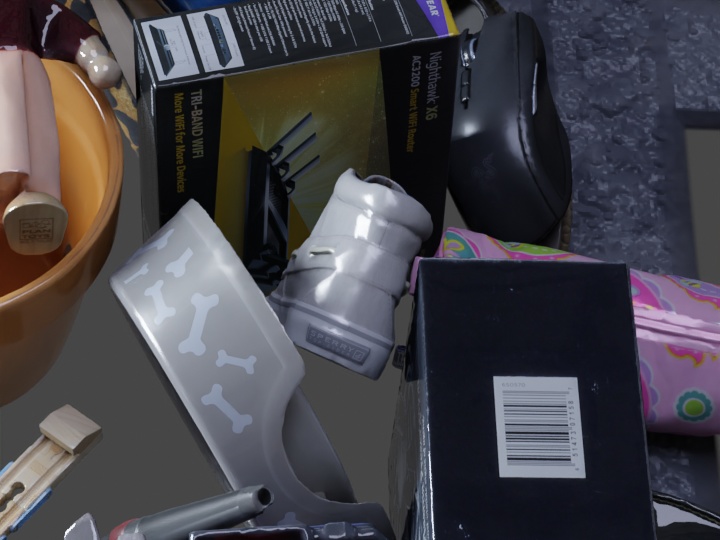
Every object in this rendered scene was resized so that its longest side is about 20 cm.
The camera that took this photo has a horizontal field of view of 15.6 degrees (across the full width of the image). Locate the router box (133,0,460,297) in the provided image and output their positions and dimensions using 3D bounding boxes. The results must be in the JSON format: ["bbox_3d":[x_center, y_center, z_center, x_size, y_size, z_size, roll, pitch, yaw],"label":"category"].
[{"bbox_3d":[-0.035,-0.058,1.367,0.157,0.200,0.052,-12,52,-11],"label":"router box"}]

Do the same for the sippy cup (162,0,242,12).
[{"bbox_3d":[-0.072,-0.193,1.514,0.130,0.178,0.140,-40,94,-15],"label":"sippy cup"}]

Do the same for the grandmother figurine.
[{"bbox_3d":[-0.181,-0.102,1.308,0.121,0.061,0.200,0,56,-15],"label":"grandmother figurine"}]

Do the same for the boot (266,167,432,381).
[{"bbox_3d":[0.000,0.000,1.325,0.073,0.200,0.096,25,88,-8],"label":"boot"}]

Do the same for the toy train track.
[{"bbox_3d":[-0.201,0.135,1.274,0.115,0.033,0.200,33,61,21],"label":"toy train track"}]

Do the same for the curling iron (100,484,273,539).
[{"bbox_3d":[-0.107,0.138,1.250,0.026,0.200,0.050,41,45,-25],"label":"curling iron"}]

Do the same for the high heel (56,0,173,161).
[{"bbox_3d":[-0.098,-0.115,1.439,0.200,0.143,0.071,24,56,14],"label":"high heel"}]

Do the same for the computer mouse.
[{"bbox_3d":[0.045,-0.094,1.460,0.140,0.046,0.200,-21,59,32],"label":"computer mouse"}]

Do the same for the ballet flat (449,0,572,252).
[{"bbox_3d":[0.085,-0.075,1.482,0.067,0.046,0.200,-35,52,25],"label":"ballet flat"}]

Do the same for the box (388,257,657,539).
[{"bbox_3d":[0.073,0.126,1.252,0.104,0.182,0.200,1,54,-4],"label":"box"}]

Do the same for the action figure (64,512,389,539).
[{"bbox_3d":[-0.077,0.159,1.149,0.200,0.193,0.105,-6,70,6],"label":"action figure"}]

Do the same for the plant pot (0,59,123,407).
[{"bbox_3d":[-0.221,-0.016,1.363,0.200,0.140,0.200,2,55,-2],"label":"plant pot"}]

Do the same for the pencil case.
[{"bbox_3d":[0.123,0.034,1.382,0.200,0.087,0.088,13,54,4],"label":"pencil case"}]

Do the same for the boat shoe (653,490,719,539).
[{"bbox_3d":[0.209,0.160,1.309,0.200,0.068,0.072,29,59,18],"label":"boat shoe"}]

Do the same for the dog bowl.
[{"bbox_3d":[-0.057,0.065,1.288,0.059,0.200,0.200,-30,61,-7],"label":"dog bowl"}]
